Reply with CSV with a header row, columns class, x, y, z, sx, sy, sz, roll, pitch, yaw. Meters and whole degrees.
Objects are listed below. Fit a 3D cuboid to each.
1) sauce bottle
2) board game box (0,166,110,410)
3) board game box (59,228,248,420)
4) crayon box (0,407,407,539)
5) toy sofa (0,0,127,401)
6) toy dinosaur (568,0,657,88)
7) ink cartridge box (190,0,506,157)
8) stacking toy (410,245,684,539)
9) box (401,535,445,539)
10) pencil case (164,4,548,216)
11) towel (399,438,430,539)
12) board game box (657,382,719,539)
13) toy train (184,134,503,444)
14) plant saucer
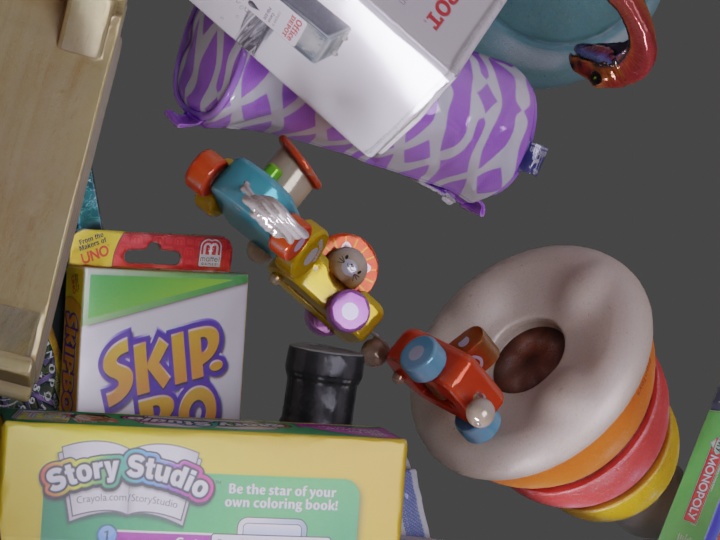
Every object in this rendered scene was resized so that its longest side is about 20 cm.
class,x,y,z,sx,sy,sz,roll,pitch,yaw
sauce bottle,-0.032,0.140,1.251,0.064,0.065,0.202,5,94,-30
board game box,-0.185,0.022,1.205,0.134,0.028,0.202,-14,99,-32
board game box,-0.107,0.081,1.225,0.095,0.030,0.202,2,90,-32
crayon box,-0.084,0.160,1.180,0.198,0.058,0.174,4,91,-14
toy sofa,-0.173,-0.045,1.154,0.082,0.098,0.202,14,80,-5
toy dinosaur,0.095,-0.183,1.269,0.199,0.105,0.183,-2,64,-59
ink cartridge box,-0.020,-0.176,1.204,0.200,0.085,0.146,42,45,-8
stacking toy,0.131,0.096,1.357,0.147,0.146,0.200,-55,133,-17
box,0.049,0.251,1.326,0.155,0.041,0.202,10,97,-33
pencil case,-0.001,-0.093,1.283,0.199,0.084,0.086,17,107,-29
towel,-0.043,0.190,1.301,0.199,0.024,0.148,-19,104,-27
board game box,0.216,0.147,1.412,0.201,0.029,0.135,-67,151,-11
toy train,0.000,0.000,1.235,0.056,0.150,0.200,-50,124,-11
plant saucer,0.106,-0.204,1.370,0.199,0.027,0.202,-1,92,-31
